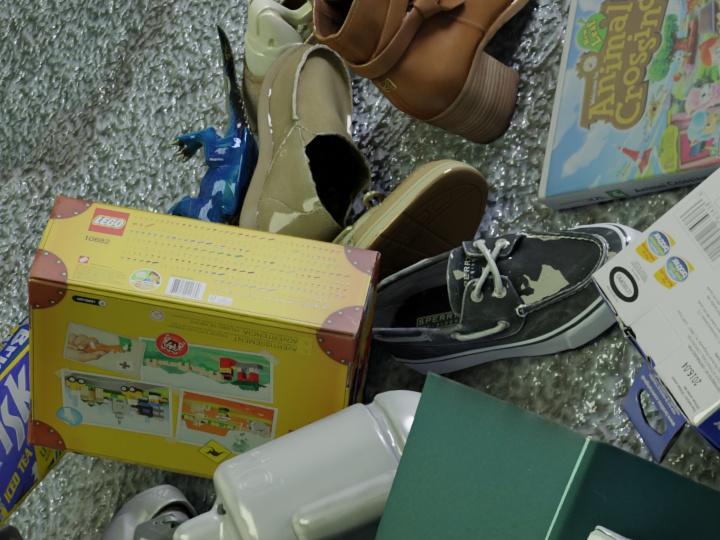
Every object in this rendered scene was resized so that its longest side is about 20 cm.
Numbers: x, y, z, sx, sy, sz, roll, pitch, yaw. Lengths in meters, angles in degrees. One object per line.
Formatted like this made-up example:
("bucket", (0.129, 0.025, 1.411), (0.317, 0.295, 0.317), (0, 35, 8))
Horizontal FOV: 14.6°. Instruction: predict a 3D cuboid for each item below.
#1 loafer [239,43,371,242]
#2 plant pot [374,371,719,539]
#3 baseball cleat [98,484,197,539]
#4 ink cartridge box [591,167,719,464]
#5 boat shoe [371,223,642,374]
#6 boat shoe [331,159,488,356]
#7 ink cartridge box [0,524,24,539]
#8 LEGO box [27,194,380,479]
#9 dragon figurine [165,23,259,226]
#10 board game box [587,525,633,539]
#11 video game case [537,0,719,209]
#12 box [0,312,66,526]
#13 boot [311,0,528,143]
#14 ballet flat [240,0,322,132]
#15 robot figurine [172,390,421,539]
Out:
("loafer", (-0.027, -0.074, 1.832), (0.067, 0.076, 0.200), (-18, 44, 27))
("plant pot", (0.087, 0.182, 1.516), (0.141, 0.141, 0.200), (20, 86, 51))
("baseball cleat", (-0.110, 0.178, 1.786), (0.200, 0.070, 0.107), (-15, 51, 37))
("ink cartridge box", (0.216, 0.016, 1.501), (0.200, 0.076, 0.136), (-40, 42, 9))
("boat shoe", (0.080, 0.010, 1.678), (0.200, 0.068, 0.072), (-16, 57, 41))
("boat shoe", (0.000, 0.000, 1.767), (0.200, 0.073, 0.063), (-48, 44, 16))
("ink cartridge box", (-0.217, 0.248, 1.728), (0.083, 0.147, 0.200), (-24, 5, -7))
("LEGO box", (-0.096, 0.048, 1.692), (0.077, 0.200, 0.149), (-76, -6, -46))
("dragon figurine", (-0.078, -0.062, 1.894), (0.099, 0.059, 0.200), (6, 79, 47))
("board game box", (0.173, 0.238, 1.384), (0.200, 0.064, 0.148), (28, 89, 25))
("video game case", (0.193, -0.142, 1.682), (0.182, 0.022, 0.200), (-10, 61, 44))
("box", (-0.219, 0.093, 1.790), (0.200, 0.070, 0.064), (-49, 17, -29))
("boot", (0.035, -0.191, 1.776), (0.077, 0.155, 0.200), (-12, 59, 43))
("ballet flat", (-0.035, -0.182, 1.917), (0.200, 0.067, 0.068), (-49, 40, 15))
("robot figurine", (-0.007, 0.140, 1.622), (0.200, 0.113, 0.170), (-23, -1, -8))
